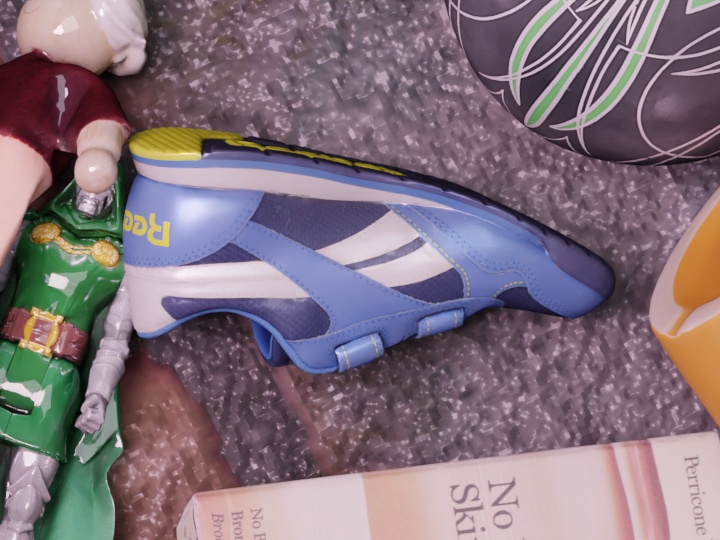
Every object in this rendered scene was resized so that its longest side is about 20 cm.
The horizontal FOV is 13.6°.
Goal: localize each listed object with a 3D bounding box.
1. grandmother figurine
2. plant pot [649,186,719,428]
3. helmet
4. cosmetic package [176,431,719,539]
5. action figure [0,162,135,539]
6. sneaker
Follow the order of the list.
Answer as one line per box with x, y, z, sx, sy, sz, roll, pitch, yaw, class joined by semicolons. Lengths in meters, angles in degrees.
-0.135;-0.042;1.128;0.121;0.061;0.201;4;53;32;grandmother figurine
0.212;0.034;1.092;0.183;0.200;0.200;42;75;-12;plant pot
0.123;-0.139;1.150;0.200;0.200;0.191;37;59;1;helmet
0.037;0.125;1.124;0.199;0.087;0.104;-8;78;-10;cosmetic package
-0.128;0.048;1.137;0.118;0.055;0.201;18;72;-1;action figure
0.000;0.000;1.153;0.199;0.074;0.083;11;95;-16;sneaker
